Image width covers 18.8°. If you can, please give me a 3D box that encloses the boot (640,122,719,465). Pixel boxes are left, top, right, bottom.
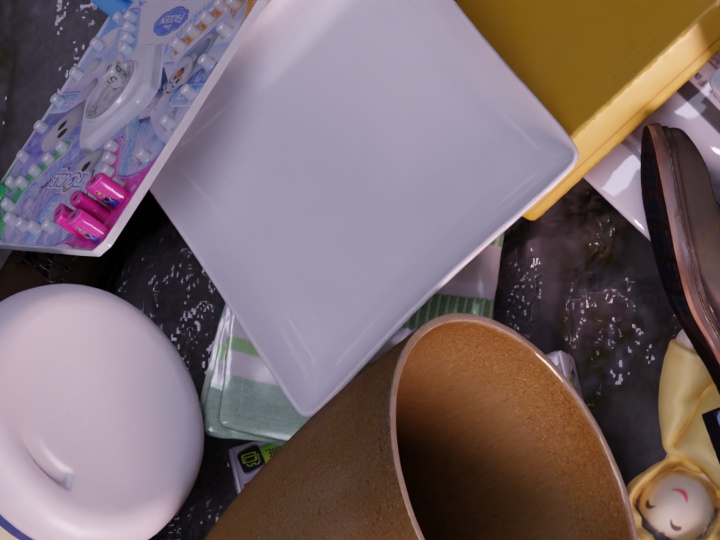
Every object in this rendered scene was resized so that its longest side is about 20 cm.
[{"bbox_3d":[0.204,0.014,1.074,0.096,0.075,0.201,-17,93,0],"label":"boot"}]

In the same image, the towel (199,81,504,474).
[{"bbox_3d":[0.000,0.000,1.177,0.152,0.023,0.201,8,82,2],"label":"towel"}]

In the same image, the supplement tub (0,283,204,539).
[{"bbox_3d":[-0.193,0.104,1.182,0.200,0.144,0.146,-30,68,47],"label":"supplement tub"}]

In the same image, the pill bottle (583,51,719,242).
[{"bbox_3d":[0.200,-0.108,1.140,0.200,0.114,0.114,-47,69,6],"label":"pill bottle"}]

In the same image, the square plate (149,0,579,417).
[{"bbox_3d":[-0.007,-0.059,1.127,0.198,0.028,0.200,-44,62,15],"label":"square plate"}]

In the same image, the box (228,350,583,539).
[{"bbox_3d":[0.034,0.124,1.195,0.199,0.035,0.111,-18,75,15],"label":"box"}]

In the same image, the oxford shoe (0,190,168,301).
[{"bbox_3d":[-0.179,-0.010,1.268,0.072,0.084,0.201,33,93,19],"label":"oxford shoe"}]

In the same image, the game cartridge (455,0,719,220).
[{"bbox_3d":[0.127,-0.146,1.136,0.176,0.032,0.201,-43,34,28],"label":"game cartridge"}]

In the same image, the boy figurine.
[{"bbox_3d":[0.203,0.075,1.132,0.200,0.064,0.124,-45,76,4],"label":"boy figurine"}]

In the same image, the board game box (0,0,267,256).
[{"bbox_3d":[-0.139,-0.100,1.212,0.200,0.026,0.201,5,60,59],"label":"board game box"}]

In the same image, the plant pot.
[{"bbox_3d":[0.008,0.148,1.095,0.200,0.186,0.187,-30,71,33],"label":"plant pot"}]

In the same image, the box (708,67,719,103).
[{"bbox_3d":[0.306,-0.068,1.005,0.199,0.131,0.200,-43,58,5],"label":"box"}]
